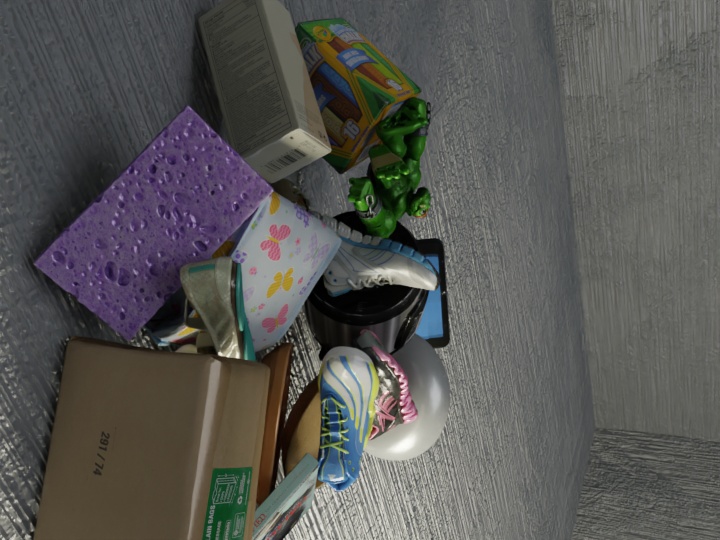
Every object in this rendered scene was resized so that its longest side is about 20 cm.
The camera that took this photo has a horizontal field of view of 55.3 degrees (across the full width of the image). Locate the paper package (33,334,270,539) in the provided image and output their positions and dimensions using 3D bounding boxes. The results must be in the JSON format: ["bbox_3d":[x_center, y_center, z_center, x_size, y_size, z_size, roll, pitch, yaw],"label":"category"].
[{"bbox_3d":[-0.188,0.171,0.628,0.103,0.188,0.203,22,73,-59],"label":"paper package"}]

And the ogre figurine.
[{"bbox_3d":[0.042,-0.121,0.882,0.121,0.097,0.202,83,10,-49],"label":"ogre figurine"}]

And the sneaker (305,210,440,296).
[{"bbox_3d":[0.000,0.000,0.852,0.075,0.198,0.088,70,41,-66],"label":"sneaker"}]

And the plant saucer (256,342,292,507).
[{"bbox_3d":[-0.114,0.188,0.848,0.200,0.037,0.203,-173,-90,-87],"label":"plant saucer"}]

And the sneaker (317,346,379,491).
[{"bbox_3d":[-0.017,0.188,0.820,0.106,0.075,0.202,-84,174,-50],"label":"sneaker"}]

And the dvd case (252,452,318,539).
[{"bbox_3d":[-0.107,0.304,0.813,0.146,0.022,0.201,-44,161,-28],"label":"dvd case"}]

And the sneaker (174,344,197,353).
[{"bbox_3d":[-0.169,0.161,0.788,0.084,0.074,0.203,-43,139,-53],"label":"sneaker"}]

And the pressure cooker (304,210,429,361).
[{"bbox_3d":[0.003,0.032,0.980,0.201,0.174,0.180,91,-21,-60],"label":"pressure cooker"}]

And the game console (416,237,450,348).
[{"bbox_3d":[0.067,0.056,1.181,0.170,0.117,0.203,-24,110,-60],"label":"game console"}]

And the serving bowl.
[{"bbox_3d":[0.034,0.187,1.041,0.065,0.198,0.203,8,83,-55],"label":"serving bowl"}]

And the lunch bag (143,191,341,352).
[{"bbox_3d":[-0.144,-0.001,0.776,0.202,0.127,0.169,-60,147,2],"label":"lunch bag"}]

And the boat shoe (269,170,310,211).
[{"bbox_3d":[-0.101,-0.084,0.916,0.075,0.068,0.203,29,64,-58],"label":"boat shoe"}]

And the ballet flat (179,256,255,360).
[{"bbox_3d":[-0.142,0.057,0.690,0.201,0.061,0.068,92,-6,-47],"label":"ballet flat"}]

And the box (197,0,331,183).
[{"bbox_3d":[-0.112,-0.217,0.797,0.078,0.094,0.202,20,51,-62],"label":"box"}]

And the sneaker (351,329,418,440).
[{"bbox_3d":[0.013,0.160,0.898,0.095,0.079,0.201,-30,137,-9],"label":"sneaker"}]

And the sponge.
[{"bbox_3d":[-0.188,-0.044,0.642,0.200,0.030,0.112,-46,111,-3],"label":"sponge"}]

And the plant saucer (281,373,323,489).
[{"bbox_3d":[-0.047,0.203,0.932,0.200,0.035,0.202,-39,142,-39],"label":"plant saucer"}]

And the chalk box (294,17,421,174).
[{"bbox_3d":[-0.042,-0.253,0.925,0.200,0.124,0.125,43,35,4],"label":"chalk box"}]
